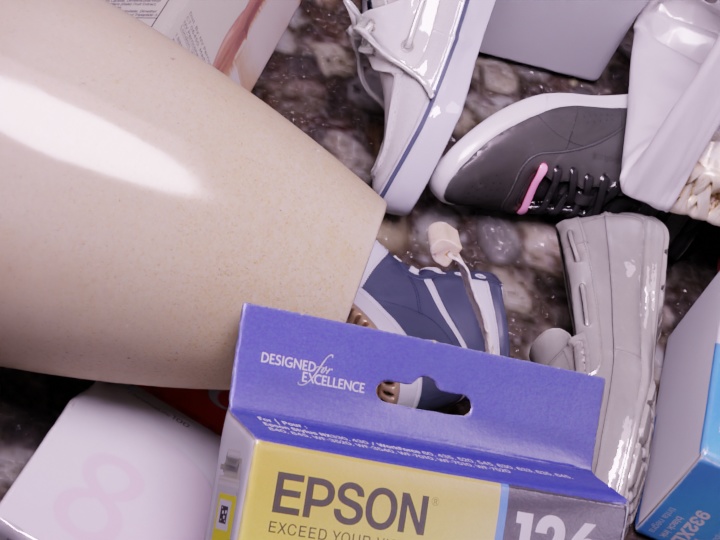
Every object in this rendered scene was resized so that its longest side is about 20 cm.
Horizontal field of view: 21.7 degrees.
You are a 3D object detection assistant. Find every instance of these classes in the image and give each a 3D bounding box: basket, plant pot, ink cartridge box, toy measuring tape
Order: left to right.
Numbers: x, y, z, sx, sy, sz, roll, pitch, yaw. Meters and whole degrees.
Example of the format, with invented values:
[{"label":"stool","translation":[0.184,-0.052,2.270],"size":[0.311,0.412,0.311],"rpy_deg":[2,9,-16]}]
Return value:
[{"label":"plant pot","translation":[-0.096,-0.022,0.868],"size":[0.199,0.188,0.188],"rpy_deg":[20,47,-1]},{"label":"ink cartridge box","translation":[-0.062,0.097,0.895],"size":[0.162,0.057,0.200],"rpy_deg":[30,52,1]},{"label":"ink cartridge box","translation":[0.024,0.131,0.818],"size":[0.197,0.047,0.201],"rpy_deg":[12,86,-28]},{"label":"toy measuring tape","translation":[0.043,0.077,0.895],"size":[0.074,0.073,0.201],"rpy_deg":[-43,122,-42]},{"label":"basket","translation":[0.233,-0.119,1.061],"size":[0.123,0.136,0.200],"rpy_deg":[24,37,-6]},{"label":"ink cartridge box","translation":[0.262,0.103,1.010],"size":[0.199,0.084,0.146],"rpy_deg":[24,47,-5]}]

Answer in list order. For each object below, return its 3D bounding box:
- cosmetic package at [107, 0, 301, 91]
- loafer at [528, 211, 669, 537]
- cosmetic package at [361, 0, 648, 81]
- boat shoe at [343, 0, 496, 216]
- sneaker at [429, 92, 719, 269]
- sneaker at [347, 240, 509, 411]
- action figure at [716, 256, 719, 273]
[{"label":"cosmetic package","translation":[-0.104,-0.146,1.022],"size":[0.103,0.088,0.201],"rpy_deg":[2,43,24]},{"label":"loafer","translation":[0.124,0.056,1.003],"size":[0.069,0.070,0.201],"rpy_deg":[4,54,10]},{"label":"cosmetic package","translation":[0.102,-0.260,1.175],"size":[0.165,0.168,0.201],"rpy_deg":[13,48,-15]},{"label":"boat shoe","translation":[0.024,-0.136,1.048],"size":[0.086,0.203,0.075],"rpy_deg":[18,5,-6]},{"label":"sneaker","translation":[0.138,-0.046,1.083],"size":[0.199,0.071,0.099],"rpy_deg":[-10,53,-35]},{"label":"sneaker","translation":[0.000,0.000,0.988],"size":[0.108,0.070,0.200],"rpy_deg":[-5,47,-39]},{"label":"action figure","translation":[0.255,-0.044,1.140],"size":[0.051,0.066,0.200],"rpy_deg":[25,45,11]}]
